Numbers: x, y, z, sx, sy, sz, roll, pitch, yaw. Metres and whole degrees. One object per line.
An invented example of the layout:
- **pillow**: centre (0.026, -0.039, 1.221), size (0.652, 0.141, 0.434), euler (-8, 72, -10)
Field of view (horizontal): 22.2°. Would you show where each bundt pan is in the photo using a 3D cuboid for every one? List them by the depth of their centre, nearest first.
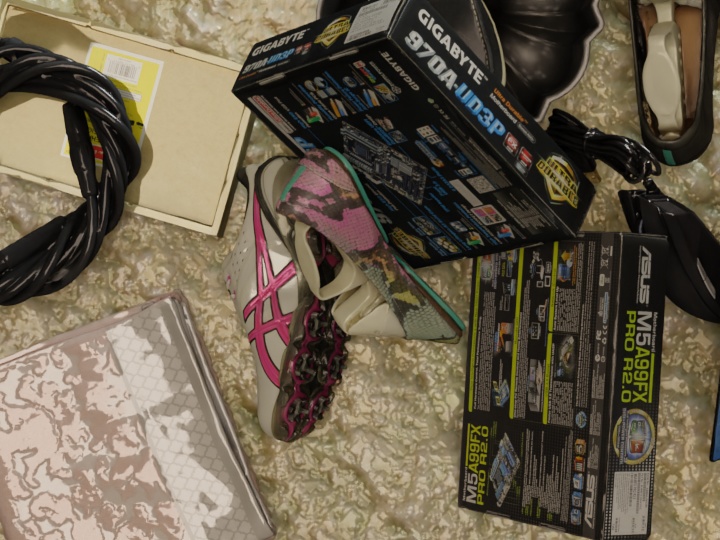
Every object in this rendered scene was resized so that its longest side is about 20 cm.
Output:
- **bundt pan**: centre (0.070, -0.185, 1.283), size (0.200, 0.076, 0.203), euler (0, 89, 5)

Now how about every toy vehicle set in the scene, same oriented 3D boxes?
- **toy vehicle set**: centre (-0.179, -0.111, 1.328), size (0.199, 0.027, 0.125), euler (17, 92, 5)

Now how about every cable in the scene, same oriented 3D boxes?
- **cable**: centre (-0.249, -0.060, 1.301), size (0.162, 0.051, 0.201), euler (24, 90, -1)

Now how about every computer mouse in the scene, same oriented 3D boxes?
- **computer mouse**: centre (0.192, -0.029, 1.261), size (0.046, 0.140, 0.200), euler (-48, 124, -4)

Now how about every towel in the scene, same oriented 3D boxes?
- **towel**: centre (-0.180, 0.139, 1.326), size (0.190, 0.032, 0.201), euler (-23, 87, 4)

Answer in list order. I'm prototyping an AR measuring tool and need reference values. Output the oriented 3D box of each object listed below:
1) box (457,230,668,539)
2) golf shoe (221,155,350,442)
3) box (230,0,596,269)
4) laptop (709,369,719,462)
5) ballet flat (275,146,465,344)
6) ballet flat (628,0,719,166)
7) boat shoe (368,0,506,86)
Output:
- **box**: centre (0.134, 0.072, 1.241), size (0.044, 0.160, 0.201), euler (4, 89, -33)
- **golf shoe**: centre (-0.055, 0.020, 1.304), size (0.092, 0.072, 0.201), euler (6, 90, 31)
- **box**: centre (0.035, -0.086, 1.209), size (0.200, 0.158, 0.046), euler (43, 57, -27)
- **laptop**: centre (0.348, 0.049, 1.195), size (0.199, 0.116, 0.188), euler (15, 128, 21)
- **ballet flat**: centre (0.000, 0.000, 1.250), size (0.071, 0.069, 0.200), euler (-44, 131, -8)
- **ballet flat**: centre (0.217, -0.174, 1.271), size (0.068, 0.068, 0.201), euler (-6, 89, 21)
- **boat shoe**: centre (0.036, -0.195, 1.218), size (0.074, 0.062, 0.201), euler (-24, 90, 2)
